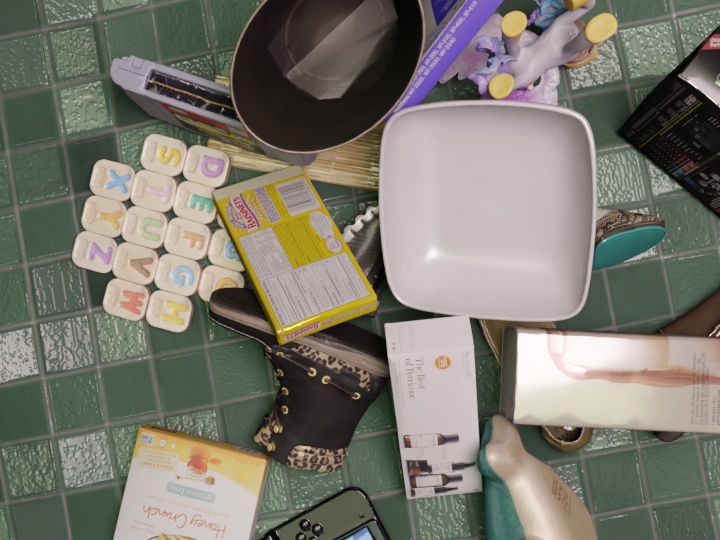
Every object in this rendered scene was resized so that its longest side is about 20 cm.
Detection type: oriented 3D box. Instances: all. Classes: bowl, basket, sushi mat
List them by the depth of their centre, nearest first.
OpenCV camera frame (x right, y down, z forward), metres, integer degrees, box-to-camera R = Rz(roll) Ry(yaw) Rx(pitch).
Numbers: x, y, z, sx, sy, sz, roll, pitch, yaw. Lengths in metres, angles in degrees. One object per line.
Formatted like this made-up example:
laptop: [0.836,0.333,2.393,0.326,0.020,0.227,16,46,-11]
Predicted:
basket: [-0.025,-0.212,0.832,0.180,0.201,0.136,-40,108,17]
bowl: [0.120,-0.062,0.851,0.197,0.075,0.203,4,111,18]
sushi mat: [-0.068,-0.149,0.992,0.197,0.012,0.097,10,89,4]

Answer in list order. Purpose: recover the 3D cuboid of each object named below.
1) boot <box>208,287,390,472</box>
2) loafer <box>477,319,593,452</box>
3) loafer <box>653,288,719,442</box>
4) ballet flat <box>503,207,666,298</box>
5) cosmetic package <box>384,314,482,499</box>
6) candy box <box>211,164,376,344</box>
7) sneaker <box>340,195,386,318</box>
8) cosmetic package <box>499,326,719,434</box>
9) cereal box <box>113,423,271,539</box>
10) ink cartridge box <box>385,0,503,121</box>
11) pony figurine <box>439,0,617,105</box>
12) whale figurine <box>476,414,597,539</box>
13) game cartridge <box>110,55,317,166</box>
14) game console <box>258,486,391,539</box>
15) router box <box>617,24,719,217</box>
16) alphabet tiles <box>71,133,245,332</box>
boot: [-0.075,0.112,0.926,0.198,0.073,0.152,19,111,-9]
loafer: [0.183,0.094,0.941,0.076,0.067,0.201,-31,86,1]
loafer: [0.339,0.075,0.930,0.071,0.073,0.201,32,89,3]
ballet flat: [0.218,-0.023,0.936,0.199,0.068,0.076,-29,62,-17]
cosmetic package: [0.074,0.138,0.897,0.081,0.051,0.202,-8,127,2]
candy box: [-0.069,-0.022,0.908,0.101,0.027,0.201,-20,52,-13]
sneaker: [0.000,0.000,0.959,0.200,0.066,0.091,-44,89,4]
cosmetic package: [0.234,0.100,0.855,0.197,0.103,0.089,2,88,0]
cereal box: [-0.185,0.278,0.967,0.142,0.040,0.203,12,88,4]
ink cartridge box: [0.082,-0.233,0.865,0.043,0.201,0.198,34,116,-14]
pony figurine: [0.166,-0.201,0.909,0.192,0.200,0.168,-28,87,16]
whale figurine: [0.156,0.244,0.899,0.103,0.159,0.201,-26,105,24]
game cartridge: [-0.140,-0.156,0.923,0.198,0.133,0.041,19,90,5]
game console: [-0.032,0.351,0.918,0.174,0.116,0.202,-28,87,2]
router box: [0.346,-0.131,0.874,0.150,0.200,0.062,41,85,4]
alphabet tiles: [-0.209,-0.040,0.989,0.193,0.015,0.203,15,92,4]
